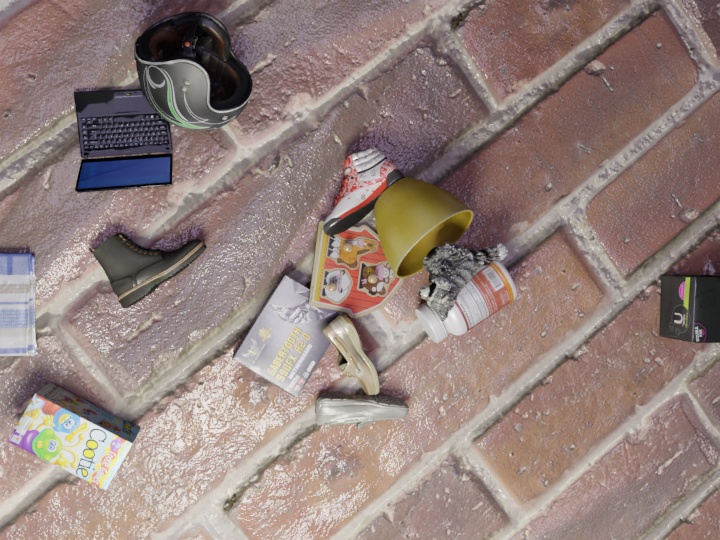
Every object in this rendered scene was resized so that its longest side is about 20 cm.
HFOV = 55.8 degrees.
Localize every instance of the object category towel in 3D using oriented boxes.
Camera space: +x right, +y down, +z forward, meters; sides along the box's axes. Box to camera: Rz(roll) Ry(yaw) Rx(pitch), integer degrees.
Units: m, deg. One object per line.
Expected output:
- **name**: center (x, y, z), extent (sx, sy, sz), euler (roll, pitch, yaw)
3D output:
- **towel**: center (-0.695, 0.066, 1.303), extent (0.145, 0.024, 0.202), euler (-1, 91, -9)

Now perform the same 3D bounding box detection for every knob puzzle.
- **knob puzzle**: center (0.000, 0.000, 1.406), extent (0.217, 0.030, 0.222), euler (4, 78, -18)

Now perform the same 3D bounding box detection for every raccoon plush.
- **raccoon plush**: center (0.209, 0.014, 1.342), extent (0.198, 0.135, 0.097), euler (-19, 140, 6)

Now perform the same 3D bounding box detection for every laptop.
- **laptop**: center (-0.453, -0.252, 1.294), extent (0.175, 0.103, 0.202), euler (-6, 94, -11)

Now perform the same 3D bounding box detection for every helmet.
- **helmet**: center (-0.309, -0.358, 1.273), extent (0.198, 0.191, 0.202), euler (-7, 54, 10)

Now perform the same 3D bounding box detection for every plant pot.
- **plant pot**: center (0.108, -0.103, 1.380), extent (0.199, 0.200, 0.142), euler (-37, 72, -7)

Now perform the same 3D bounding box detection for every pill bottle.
- **pill bottle**: center (0.220, 0.064, 1.433), extent (0.199, 0.112, 0.113), euler (-32, 98, -7)

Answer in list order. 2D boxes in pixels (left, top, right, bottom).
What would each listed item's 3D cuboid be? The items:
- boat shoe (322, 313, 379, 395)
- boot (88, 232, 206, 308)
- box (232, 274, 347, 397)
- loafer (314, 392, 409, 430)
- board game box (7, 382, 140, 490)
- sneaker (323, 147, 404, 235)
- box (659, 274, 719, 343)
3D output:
- **boat shoe**: center (-0.020, 0.183, 1.393), extent (0.065, 0.072, 0.201), euler (-33, 120, -18)
- **boot**: center (-0.416, -0.038, 1.329), extent (0.199, 0.077, 0.139), euler (-35, 93, -9)
- **box**: center (-0.144, 0.133, 1.398), extent (0.158, 0.048, 0.201), euler (34, 86, -11)
- **loafer**: center (0.003, 0.298, 1.427), extent (0.198, 0.070, 0.071), euler (4, 99, -5)
- **board game box**: center (-0.542, 0.315, 1.301), extent (0.199, 0.105, 0.104), euler (31, 87, -10)
- **sneaker**: center (-0.017, -0.166, 1.394), extent (0.201, 0.067, 0.108), euler (-38, 72, -3)
- **box**: center (0.800, 0.085, 1.538), extent (0.198, 0.124, 0.150), euler (2, 91, -10)
